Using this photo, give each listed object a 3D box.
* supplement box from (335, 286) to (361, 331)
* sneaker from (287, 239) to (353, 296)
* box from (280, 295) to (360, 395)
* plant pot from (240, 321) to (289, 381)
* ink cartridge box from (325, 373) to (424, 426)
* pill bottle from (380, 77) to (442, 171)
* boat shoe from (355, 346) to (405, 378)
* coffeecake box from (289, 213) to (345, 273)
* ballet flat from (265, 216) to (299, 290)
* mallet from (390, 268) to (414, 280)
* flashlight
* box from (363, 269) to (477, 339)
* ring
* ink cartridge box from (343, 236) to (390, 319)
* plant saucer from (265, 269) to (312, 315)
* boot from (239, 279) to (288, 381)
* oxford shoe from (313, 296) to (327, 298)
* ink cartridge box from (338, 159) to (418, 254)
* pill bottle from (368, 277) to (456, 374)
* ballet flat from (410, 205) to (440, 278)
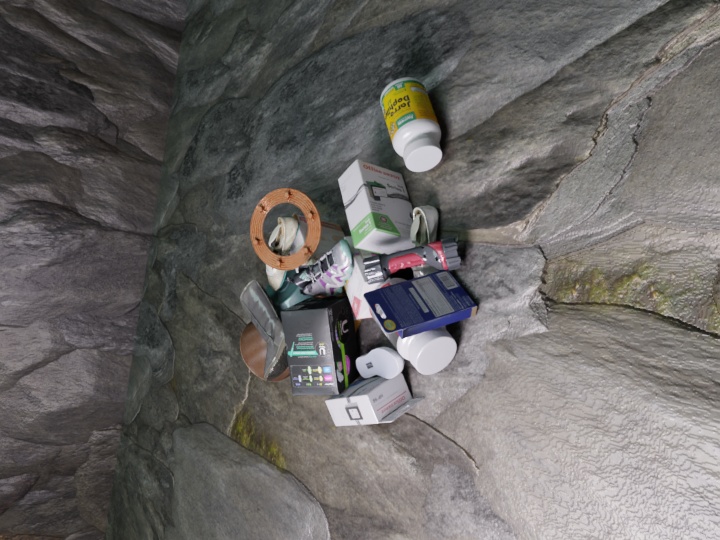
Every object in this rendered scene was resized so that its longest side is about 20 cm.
[{"bbox_3d":[-0.041,0.119,1.468,0.067,0.068,0.201,43,114,47],"label":"supplement box"},{"bbox_3d":[-0.098,0.005,1.331,0.201,0.138,0.078,109,149,-52],"label":"sneaker"},{"bbox_3d":[-0.090,0.174,1.369,0.123,0.148,0.202,-5,97,22],"label":"box"},{"bbox_3d":[-0.195,0.177,1.566,0.200,0.186,0.189,-36,54,43],"label":"plant pot"},{"bbox_3d":[0.029,0.281,1.276,0.199,0.115,0.067,-22,91,50],"label":"ink cartridge box"},{"bbox_3d":[0.117,-0.326,1.315,0.113,0.112,0.202,-42,50,41],"label":"pill bottle"},{"bbox_3d":[0.057,0.201,1.294,0.070,0.066,0.200,67,154,7],"label":"boat shoe"},{"bbox_3d":[-0.100,-0.043,1.513,0.073,0.152,0.201,-53,43,31],"label":"coffeecake box"},{"bbox_3d":[-0.213,-0.046,1.486,0.067,0.062,0.202,34,111,50],"label":"ballet flat"},{"bbox_3d":[0.062,-0.008,1.388,0.200,0.065,0.042,-166,86,-69],"label":"mallet"},{"bbox_3d":[0.106,-0.015,1.201,0.068,0.198,0.069,-54,-52,-80],"label":"flashlight"},{"bbox_3d":[0.115,0.067,1.159,0.121,0.198,0.033,-122,25,-43],"label":"box"},{"bbox_3d":[-0.187,-0.101,1.426,0.198,0.019,0.203,1,91,23],"label":"ring"},{"bbox_3d":[0.000,0.000,1.364,0.201,0.067,0.117,-113,26,-44],"label":"ink cartridge box"},{"bbox_3d":[-0.193,0.048,1.537,0.199,0.036,0.201,-28,36,23],"label":"plant saucer"},{"bbox_3d":[-0.244,0.150,1.469,0.200,0.072,0.183,41,116,25],"label":"boot"},{"bbox_3d":[-0.107,0.067,1.570,0.071,0.071,0.202,-28,62,46],"label":"oxford shoe"},{"bbox_3d":[0.043,-0.142,1.345,0.084,0.145,0.202,-41,51,40],"label":"ink cartridge box"},{"bbox_3d":[0.107,0.115,1.221,0.200,0.113,0.115,51,122,47],"label":"pill bottle"},{"bbox_3d":[0.133,-0.045,1.266,0.069,0.069,0.202,-12,73,52],"label":"ballet flat"}]
